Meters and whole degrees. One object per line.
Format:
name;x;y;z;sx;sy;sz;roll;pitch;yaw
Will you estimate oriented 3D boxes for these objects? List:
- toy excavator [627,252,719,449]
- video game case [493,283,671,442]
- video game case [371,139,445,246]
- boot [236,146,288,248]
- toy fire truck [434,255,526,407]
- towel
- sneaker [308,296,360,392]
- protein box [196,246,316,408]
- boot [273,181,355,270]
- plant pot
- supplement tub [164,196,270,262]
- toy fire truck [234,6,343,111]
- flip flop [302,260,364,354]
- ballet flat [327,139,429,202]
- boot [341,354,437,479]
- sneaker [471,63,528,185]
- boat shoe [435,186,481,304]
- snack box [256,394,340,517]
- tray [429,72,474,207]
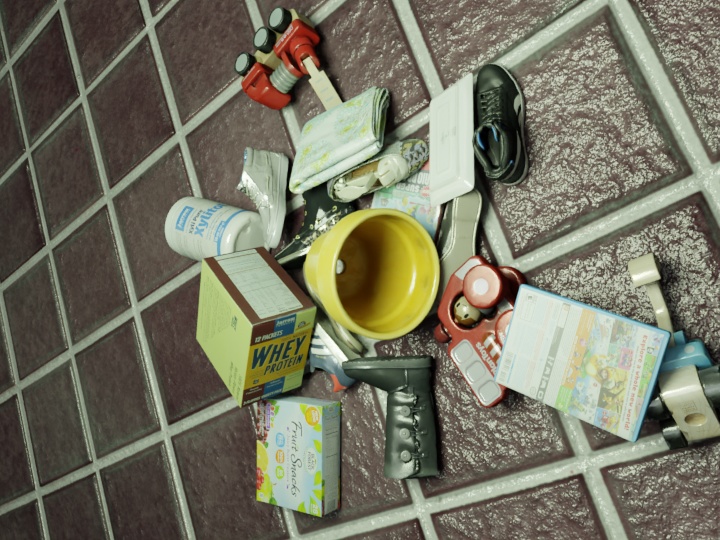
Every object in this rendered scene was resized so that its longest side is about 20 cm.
toy excavator;0.417;0.104;0.826;0.099;0.201;0.195;-24;120;30
video game case;0.285;0.116;0.816;0.198;0.018;0.146;20;100;35
video game case;0.085;-0.123;1.096;0.141;0.017;0.204;15;98;33
boot;-0.198;-0.145;1.211;0.074;0.094;0.203;139;136;-58
toy fire truck;0.196;0.088;0.960;0.168;0.111;0.201;-45;65;25
towel;-0.039;-0.239;1.109;0.198;0.048;0.173;-23;38;29
sneaker;-0.078;0.140;1.164;0.085;0.075;0.201;-45;66;19
protein box;-0.202;0.101;1.160;0.200;0.133;0.201;45;134;37
boot;-0.098;-0.102;1.187;0.202;0.073;0.156;-27;72;25
plant pot;0.000;0.000;1.027;0.188;0.198;0.205;8;94;61
supplement tub;-0.295;-0.074;1.282;0.198;0.131;0.134;16;97;32
toy fire truck;-0.129;-0.371;1.199;0.176;0.128;0.202;-41;58;26
flip flop;-0.042;0.061;1.147;0.057;0.081;0.201;-37;70;9
ballet flat;0.028;-0.163;1.070;0.198;0.072;0.073;-18;79;24
boot;0.049;0.253;1.063;0.162;0.066;0.204;-3;89;14
sneaker;0.210;-0.239;0.958;0.072;0.111;0.204;-16;80;31
boat shoe;0.161;-0.043;1.029;0.066;0.057;0.204;11;100;-3
snack box;-0.121;0.350;1.192;0.166;0.067;0.204;0;90;34
tray;0.143;-0.214;1.011;0.107;0.022;0.204;-19;65;55
